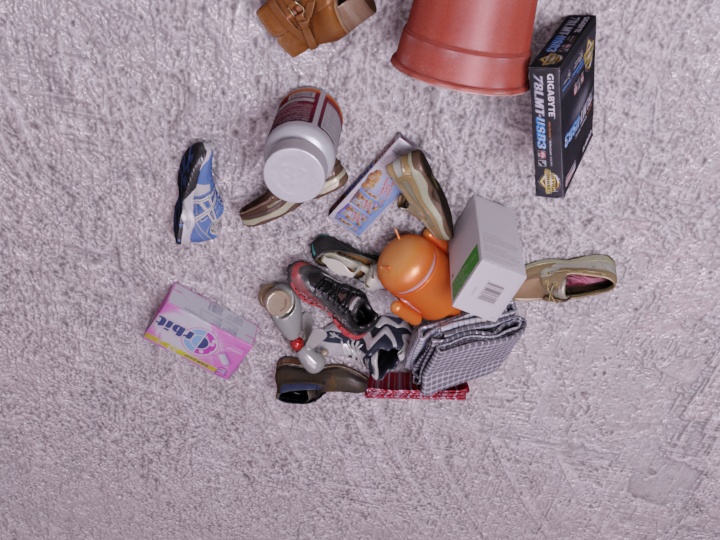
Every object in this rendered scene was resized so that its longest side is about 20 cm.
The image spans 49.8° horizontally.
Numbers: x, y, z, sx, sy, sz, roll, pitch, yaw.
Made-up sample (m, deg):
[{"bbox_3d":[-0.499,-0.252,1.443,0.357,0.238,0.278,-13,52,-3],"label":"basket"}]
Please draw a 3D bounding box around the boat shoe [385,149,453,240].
[{"bbox_3d":[0.098,-0.120,1.301,0.076,0.072,0.200,-16,134,17],"label":"boat shoe"}]

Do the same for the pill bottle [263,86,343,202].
[{"bbox_3d":[-0.088,-0.194,1.191,0.109,0.200,0.110,3,127,4],"label":"pill bottle"}]

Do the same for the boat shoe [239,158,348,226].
[{"bbox_3d":[-0.124,-0.146,1.317,0.202,0.075,0.075,-25,114,10],"label":"boat shoe"}]

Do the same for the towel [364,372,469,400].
[{"bbox_3d":[0.112,0.222,1.527,0.200,0.145,0.023,0,99,5],"label":"towel"}]

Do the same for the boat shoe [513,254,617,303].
[{"bbox_3d":[0.359,0.022,1.393,0.200,0.066,0.074,-14,124,15],"label":"boat shoe"}]

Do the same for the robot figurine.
[{"bbox_3d":[0.108,0.010,1.368,0.144,0.117,0.200,-42,128,13],"label":"robot figurine"}]

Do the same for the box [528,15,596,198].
[{"bbox_3d":[0.296,-0.239,1.124,0.050,0.200,0.199,8,129,27],"label":"box"}]

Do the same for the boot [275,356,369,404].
[{"bbox_3d":[-0.079,0.242,1.578,0.200,0.097,0.075,10,127,-2],"label":"boot"}]

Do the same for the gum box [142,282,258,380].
[{"bbox_3d":[-0.309,0.124,1.531,0.200,0.066,0.114,30,123,-16],"label":"gum box"}]

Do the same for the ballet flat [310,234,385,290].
[{"bbox_3d":[0.000,0.000,1.409,0.200,0.068,0.068,20,124,-10],"label":"ballet flat"}]

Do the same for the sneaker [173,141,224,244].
[{"bbox_3d":[-0.276,-0.134,1.345,0.077,0.076,0.200,1,130,-23],"label":"sneaker"}]

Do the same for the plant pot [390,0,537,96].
[{"bbox_3d":[0.156,-0.363,1.051,0.200,0.201,0.196,9,119,-2],"label":"plant pot"}]

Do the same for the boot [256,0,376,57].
[{"bbox_3d":[-0.089,-0.411,1.113,0.155,0.074,0.200,-22,119,25],"label":"boot"}]

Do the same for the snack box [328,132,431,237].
[{"bbox_3d":[0.031,-0.143,1.328,0.072,0.024,0.200,33,123,-20],"label":"snack box"}]

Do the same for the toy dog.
[{"bbox_3d":[-0.113,0.090,1.473,0.096,0.132,0.200,-34,130,-9],"label":"toy dog"}]

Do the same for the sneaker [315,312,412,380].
[{"bbox_3d":[0.001,0.156,1.487,0.199,0.130,0.080,-7,124,10],"label":"sneaker"}]

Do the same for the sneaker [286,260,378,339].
[{"bbox_3d":[-0.044,0.048,1.408,0.200,0.071,0.098,42,154,-17],"label":"sneaker"}]

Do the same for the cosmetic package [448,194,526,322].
[{"bbox_3d":[0.207,-0.023,1.291,0.085,0.200,0.108,20,123,-11],"label":"cosmetic package"}]

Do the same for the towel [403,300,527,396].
[{"bbox_3d":[0.190,0.144,1.422,0.200,0.086,0.166,-15,153,-19],"label":"towel"}]
